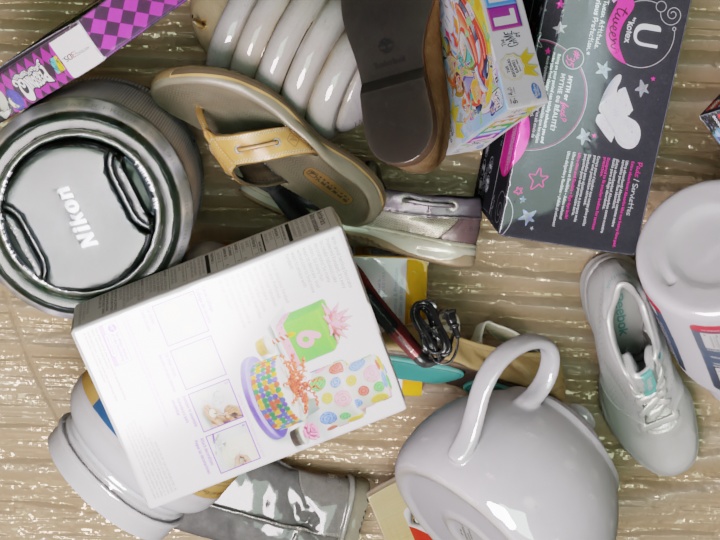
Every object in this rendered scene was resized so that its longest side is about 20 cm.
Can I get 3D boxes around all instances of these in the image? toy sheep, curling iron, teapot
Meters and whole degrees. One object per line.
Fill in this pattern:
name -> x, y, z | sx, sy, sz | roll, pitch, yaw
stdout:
toy sheep -> -0.043, -0.168, 1.213 | 0.199, 0.138, 0.139 | 27, 102, 10
curling iron -> 0.000, 0.000, 1.223 | 0.200, 0.026, 0.050 | 42, 70, 6
teapot -> 0.132, 0.159, 1.238 | 0.197, 0.200, 0.146 | 45, 71, -2

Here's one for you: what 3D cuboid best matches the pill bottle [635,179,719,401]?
pill bottle -> 0.293, 0.029, 1.234 | 0.119, 0.120, 0.200 | -29, 144, 5

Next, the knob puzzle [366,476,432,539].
knob puzzle -> 0.123, 0.218, 1.357 | 0.217, 0.030, 0.222 | -3, 108, -10

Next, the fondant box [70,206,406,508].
fondant box -> -0.084, 0.061, 1.112 | 0.198, 0.058, 0.145 | -21, 108, 0

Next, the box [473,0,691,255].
box -> 0.169, -0.129, 1.226 | 0.114, 0.132, 0.202 | 9, 104, -7

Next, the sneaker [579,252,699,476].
sneaker -> 0.232, 0.088, 1.301 | 0.075, 0.089, 0.201 | -22, 103, 2

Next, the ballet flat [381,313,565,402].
ballet flat -> 0.082, 0.068, 1.287 | 0.199, 0.068, 0.064 | 18, 67, -30

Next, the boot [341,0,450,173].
boot -> 0.033, -0.169, 1.167 | 0.073, 0.075, 0.202 | -6, 80, 21

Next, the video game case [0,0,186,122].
video game case -> -0.171, -0.185, 1.133 | 0.181, 0.200, 0.036 | -18, 111, 49

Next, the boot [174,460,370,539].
boot -> -0.107, 0.224, 1.333 | 0.198, 0.073, 0.184 | 15, 89, -12

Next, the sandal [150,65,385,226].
sandal -> -0.070, -0.086, 1.175 | 0.199, 0.080, 0.054 | 35, 57, -15

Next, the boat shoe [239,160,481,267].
boat shoe -> 0.003, -0.056, 1.263 | 0.198, 0.072, 0.065 | 17, 93, 11

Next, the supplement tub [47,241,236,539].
supplement tub -> -0.132, 0.094, 1.221 | 0.144, 0.145, 0.200 | 40, 97, -10

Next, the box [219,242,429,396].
box -> -0.044, 0.040, 1.308 | 0.198, 0.042, 0.120 | 3, 103, 0

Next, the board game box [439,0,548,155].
board game box -> 0.076, -0.200, 1.173 | 0.034, 0.134, 0.202 | -12, 83, -17

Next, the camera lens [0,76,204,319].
camera lens -> -0.201, -0.060, 1.195 | 0.158, 0.200, 0.162 | 0, 104, -2

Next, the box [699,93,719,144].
box -> 0.368, -0.130, 1.230 | 0.200, 0.038, 0.137 | -45, 104, -24
